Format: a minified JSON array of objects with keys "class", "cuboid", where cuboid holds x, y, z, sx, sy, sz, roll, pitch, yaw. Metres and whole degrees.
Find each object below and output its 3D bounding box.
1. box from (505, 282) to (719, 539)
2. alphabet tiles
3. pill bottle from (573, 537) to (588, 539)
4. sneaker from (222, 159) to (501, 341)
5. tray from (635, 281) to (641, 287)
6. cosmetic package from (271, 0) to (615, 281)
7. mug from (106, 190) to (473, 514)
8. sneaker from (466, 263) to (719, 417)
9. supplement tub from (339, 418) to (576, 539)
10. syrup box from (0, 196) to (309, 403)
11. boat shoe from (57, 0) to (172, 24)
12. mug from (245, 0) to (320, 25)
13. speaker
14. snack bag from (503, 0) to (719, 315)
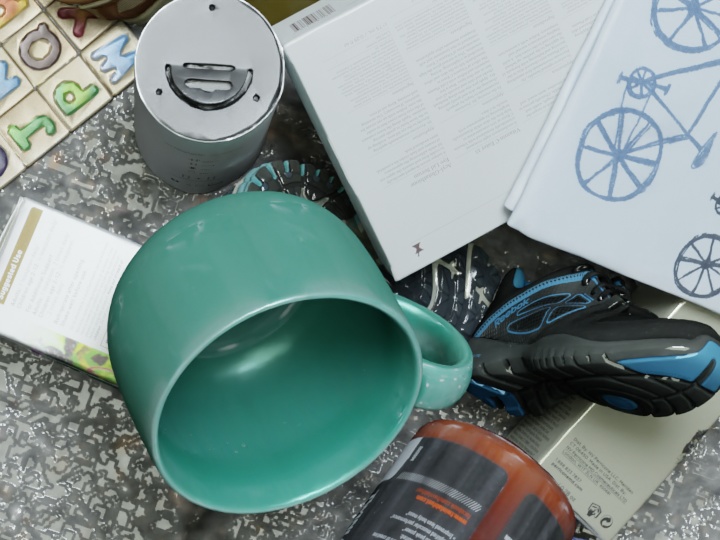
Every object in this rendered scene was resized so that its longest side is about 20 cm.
[{"class":"box","cuboid":[0.175,0.055,1.365,0.068,0.082,0.200,42,90,-13]},{"class":"alphabet tiles","cuboid":[-0.247,-0.149,1.404,0.167,0.008,0.200,-39,89,-7]},{"class":"pill bottle","cuboid":[0.185,0.220,1.347,0.198,0.114,0.115,10,84,-4]},{"class":"sneaker","cuboid":[0.000,0.000,1.379,0.199,0.086,0.078,33,67,-23]},{"class":"tray","cuboid":[0.188,-0.073,1.423,0.107,0.022,0.201,-24,87,-7]},{"class":"cosmetic package","cuboid":[0.071,-0.109,1.291,0.199,0.052,0.152,-28,111,-3]},{"class":"mug","cuboid":[-0.048,0.041,1.259,0.152,0.185,0.115,-41,47,10]},{"class":"sneaker","cuboid":[0.125,0.031,1.289,0.073,0.199,0.082,33,70,-31]},{"class":"supplement tub","cuboid":[0.024,0.183,1.254,0.107,0.107,0.200,37,65,0]},{"class":"syrup box","cuboid":[-0.117,0.033,1.360,0.199,0.079,0.082,22,83,-2]},{"class":"boat shoe","cuboid":[-0.114,-0.195,1.322,0.073,0.200,0.076,-6,68,-34]},{"class":"mug","cuboid":[0.009,-0.201,1.356,0.187,0.153,0.149,44,82,1]},{"class":"speaker","cuboid":[-0.087,-0.095,1.313,0.080,0.200,0.082,0,84,-5]},{"class":"snack bag","cuboid":[0.202,-0.074,1.293,0.199,0.021,0.190,22,99,-16]}]
